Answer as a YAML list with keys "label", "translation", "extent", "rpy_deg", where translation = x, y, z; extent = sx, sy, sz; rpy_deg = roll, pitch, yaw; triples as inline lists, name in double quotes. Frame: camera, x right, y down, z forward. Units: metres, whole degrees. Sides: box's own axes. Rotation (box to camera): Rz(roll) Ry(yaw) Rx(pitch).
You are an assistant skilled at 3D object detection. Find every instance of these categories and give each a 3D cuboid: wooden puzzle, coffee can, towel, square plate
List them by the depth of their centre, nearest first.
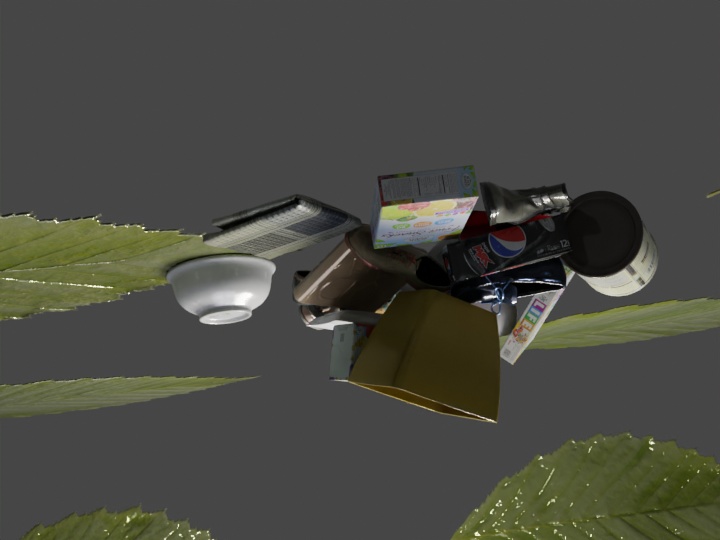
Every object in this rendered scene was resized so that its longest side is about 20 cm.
- label: "towel"
  translation: [-0.124, -0.070, 1.410]
  extent: [0.199, 0.035, 0.192]
  rpy_deg: [-18, 164, 26]
- label: "coffee can"
  translation: [0.433, -0.042, 1.553]
  extent: [0.145, 0.147, 0.200]
  rpy_deg: [-14, 163, 23]
- label: "wooden puzzle"
  translation: [0.000, 0.000, 1.602]
  extent: [0.199, 0.046, 0.185]
  rpy_deg: [14, 132, -44]
- label: "square plate"
  translation: [0.016, 0.102, 1.718]
  extent: [0.199, 0.029, 0.198]
  rpy_deg: [8, 171, -20]

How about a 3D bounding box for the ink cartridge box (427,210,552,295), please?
- label: "ink cartridge box"
  translation: [0.233, -0.023, 1.575]
  extent: [0.199, 0.084, 0.176]
  rpy_deg: [0, 149, -31]

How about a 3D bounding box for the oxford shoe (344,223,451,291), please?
- label: "oxford shoe"
  translation: [0.068, -0.025, 1.475]
  extent: [0.199, 0.071, 0.075]
  rpy_deg: [26, 167, -17]

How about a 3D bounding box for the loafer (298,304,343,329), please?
- label: "loafer"
  translation: [-0.063, 0.085, 1.932]
  extent: [0.063, 0.072, 0.200]
  rpy_deg: [-32, 163, 20]

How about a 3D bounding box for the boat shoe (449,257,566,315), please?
- label: "boat shoe"
  translation: [0.252, 0.025, 1.505]
  extent: [0.199, 0.069, 0.084]
  rpy_deg: [-18, 152, 5]

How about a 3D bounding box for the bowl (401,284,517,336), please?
- label: "bowl"
  translation: [0.194, 0.043, 1.708]
  extent: [0.199, 0.200, 0.075]
  rpy_deg: [-3, 127, -36]

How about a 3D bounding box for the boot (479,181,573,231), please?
- label: "boot"
  translation: [0.261, -0.114, 1.386]
  extent: [0.130, 0.068, 0.200]
  rpy_deg: [-15, 171, 15]

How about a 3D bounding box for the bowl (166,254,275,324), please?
- label: "bowl"
  translation: [-0.250, 0.043, 1.622]
  extent: [0.199, 0.091, 0.201]
  rpy_deg: [-8, 164, -2]

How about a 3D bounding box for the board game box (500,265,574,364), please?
- label: "board game box"
  translation: [0.341, 0.070, 1.688]
  extent: [0.134, 0.034, 0.201]
  rpy_deg: [-34, 154, -56]

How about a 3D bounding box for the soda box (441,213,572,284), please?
- label: "soda box"
  translation: [0.236, -0.034, 1.445]
  extent: [0.199, 0.064, 0.071]
  rpy_deg: [-15, 175, -5]

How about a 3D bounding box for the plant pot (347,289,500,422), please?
- label: "plant pot"
  translation: [0.123, 0.137, 1.505]
  extent: [0.199, 0.178, 0.200]
  rpy_deg: [21, 168, -21]

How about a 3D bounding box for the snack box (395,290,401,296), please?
- label: "snack box"
  translation: [0.176, 0.081, 1.792]
  extent: [0.199, 0.053, 0.142]
  rpy_deg: [19, -168, -7]

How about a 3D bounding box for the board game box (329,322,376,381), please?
- label: "board game box"
  translation: [0.056, 0.160, 1.638]
  extent: [0.199, 0.104, 0.105]
  rpy_deg: [8, 171, -22]

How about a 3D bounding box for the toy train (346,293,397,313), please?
- label: "toy train"
  translation: [0.017, 0.061, 1.849]
  extent: [0.113, 0.086, 0.200]
  rpy_deg: [-20, 163, 7]

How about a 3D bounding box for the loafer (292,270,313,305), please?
- label: "loafer"
  translation: [-0.033, 0.023, 1.713]
  extent: [0.198, 0.063, 0.072]
  rpy_deg: [-7, -151, -9]

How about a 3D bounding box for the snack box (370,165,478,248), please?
- label: "snack box"
  translation: [0.092, -0.092, 1.350]
  extent: [0.141, 0.053, 0.200]
  rpy_deg: [-6, 165, -4]
